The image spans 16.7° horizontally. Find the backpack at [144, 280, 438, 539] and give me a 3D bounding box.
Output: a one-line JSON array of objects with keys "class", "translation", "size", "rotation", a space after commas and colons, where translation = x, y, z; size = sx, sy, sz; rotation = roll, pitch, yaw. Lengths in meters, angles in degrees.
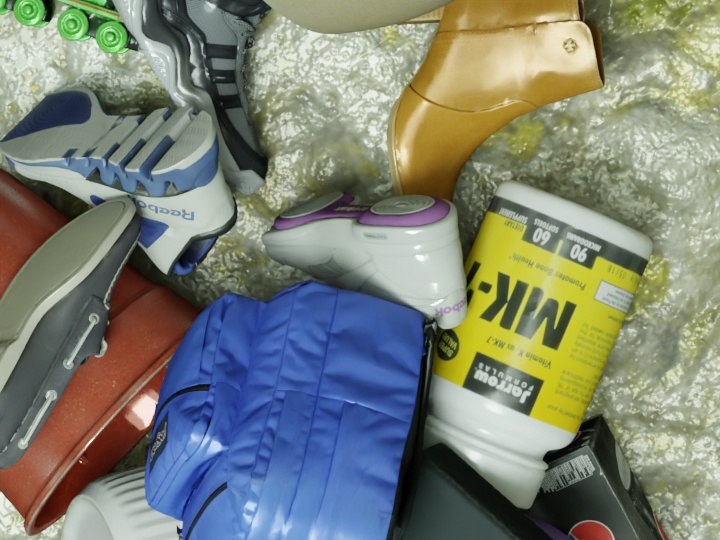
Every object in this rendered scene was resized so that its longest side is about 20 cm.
[{"class": "backpack", "translation": [-0.052, 0.129, 1.560], "size": [0.167, 0.200, 0.163], "rotation": [12, 143, -9]}]

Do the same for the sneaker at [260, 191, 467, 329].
[{"class": "sneaker", "translation": [0.000, 0.000, 1.644], "size": [0.075, 0.200, 0.100], "rotation": [-26, 107, -29]}]

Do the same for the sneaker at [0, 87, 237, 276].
[{"class": "sneaker", "translation": [-0.156, -0.052, 1.669], "size": [0.199, 0.081, 0.115], "rotation": [13, 139, 43]}]

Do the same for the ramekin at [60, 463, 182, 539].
[{"class": "ramekin", "translation": [-0.135, 0.227, 1.691], "size": [0.105, 0.200, 0.201], "rotation": [-6, 106, -24]}]

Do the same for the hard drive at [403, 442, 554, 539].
[{"class": "hard drive", "translation": [0.053, 0.232, 1.601], "size": [0.140, 0.033, 0.200], "rotation": [41, 121, 22]}]

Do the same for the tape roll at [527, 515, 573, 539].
[{"class": "tape roll", "translation": [0.081, 0.269, 1.669], "size": [0.200, 0.085, 0.200], "rotation": [5, 99, 33]}]

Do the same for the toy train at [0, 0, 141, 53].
[{"class": "toy train", "translation": [-0.240, -0.202, 1.699], "size": [0.200, 0.042, 0.057], "rotation": [18, 96, 4]}]

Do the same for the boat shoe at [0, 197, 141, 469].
[{"class": "boat shoe", "translation": [-0.198, 0.040, 1.580], "size": [0.073, 0.200, 0.063], "rotation": [0, 138, 50]}]

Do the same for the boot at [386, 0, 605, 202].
[{"class": "boot", "translation": [0.093, -0.114, 1.645], "size": [0.144, 0.071, 0.202], "rotation": [-2, 98, 16]}]

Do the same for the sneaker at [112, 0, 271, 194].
[{"class": "sneaker", "translation": [-0.086, -0.152, 1.665], "size": [0.114, 0.075, 0.200], "rotation": [-30, 116, -3]}]

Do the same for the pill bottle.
[{"class": "pill bottle", "translation": [0.109, 0.050, 1.641], "size": [0.114, 0.114, 0.200], "rotation": [22, 91, 3]}]

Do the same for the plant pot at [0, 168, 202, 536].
[{"class": "plant pot", "translation": [-0.230, 0.044, 1.689], "size": [0.195, 0.201, 0.201], "rotation": [42, 107, 5]}]

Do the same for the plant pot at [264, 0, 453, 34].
[{"class": "plant pot", "translation": [-0.008, -0.231, 1.579], "size": [0.200, 0.200, 0.134], "rotation": [42, 118, -3]}]

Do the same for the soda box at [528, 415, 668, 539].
[{"class": "soda box", "translation": [0.184, 0.208, 1.715], "size": [0.063, 0.071, 0.200], "rotation": [-25, 98, 19]}]
